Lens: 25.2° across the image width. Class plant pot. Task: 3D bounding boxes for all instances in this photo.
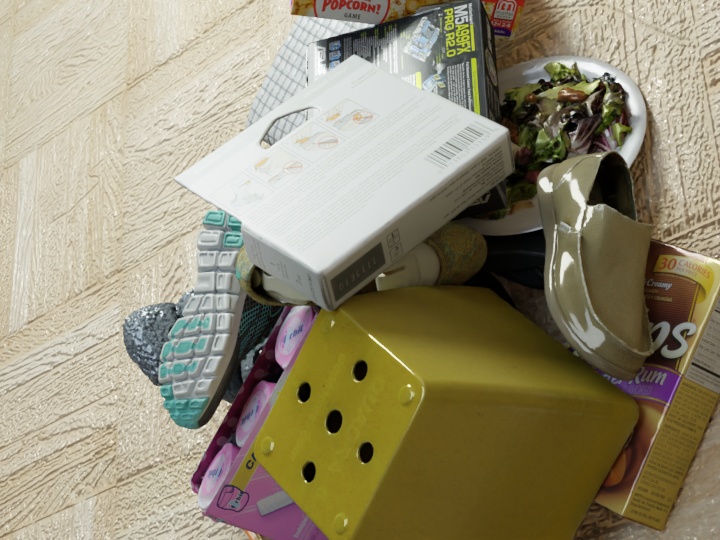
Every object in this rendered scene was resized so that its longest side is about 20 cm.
[{"bbox_3d":[0.044,0.123,1.190,0.200,0.176,0.200,40,108,47],"label":"plant pot"}]

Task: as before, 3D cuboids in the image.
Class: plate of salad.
[{"bbox_3d":[0.137,-0.113,1.339,0.200,0.048,0.200,-16,45,17],"label":"plate of salad"}]

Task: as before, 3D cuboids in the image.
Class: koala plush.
[{"bbox_3d":[-0.073,0.083,1.454,0.200,0.184,0.177,39,85,30],"label":"koala plush"}]

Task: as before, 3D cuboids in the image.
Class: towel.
[{"bbox_3d":[-0.008,-0.190,1.552,0.166,0.086,0.200,34,99,51],"label":"towel"}]

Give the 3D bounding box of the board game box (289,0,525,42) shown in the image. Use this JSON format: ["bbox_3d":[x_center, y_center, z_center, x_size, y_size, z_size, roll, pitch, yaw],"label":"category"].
[{"bbox_3d":[0.034,-0.270,1.435,0.152,0.200,0.046,-100,19,-51],"label":"board game box"}]

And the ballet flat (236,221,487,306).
[{"bbox_3d":[0.000,0.000,1.268,0.200,0.071,0.071,-2,65,4],"label":"ballet flat"}]

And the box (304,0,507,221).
[{"bbox_3d":[0.035,-0.123,1.335,0.160,0.044,0.200,-13,52,16],"label":"box"}]

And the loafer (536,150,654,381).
[{"bbox_3d":[0.177,-0.012,1.187,0.067,0.076,0.200,-41,44,36],"label":"loafer"}]

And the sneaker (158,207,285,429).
[{"bbox_3d":[-0.101,0.042,1.346,0.078,0.091,0.200,3,70,44],"label":"sneaker"}]

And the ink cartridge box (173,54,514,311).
[{"bbox_3d":[-0.013,-0.072,1.231,0.200,0.044,0.174,-37,47,-25],"label":"ink cartridge box"}]

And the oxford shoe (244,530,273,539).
[{"bbox_3d":[-0.066,0.225,1.440,0.073,0.071,0.200,-31,52,8],"label":"oxford shoe"}]

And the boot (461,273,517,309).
[{"bbox_3d":[0.055,0.110,1.362,0.200,0.064,0.186,-42,43,32],"label":"boot"}]

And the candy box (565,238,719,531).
[{"bbox_3d":[0.209,0.079,1.210,0.117,0.056,0.200,22,87,50],"label":"candy box"}]

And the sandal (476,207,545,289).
[{"bbox_3d":[0.136,-0.016,1.319,0.200,0.048,0.075,-2,40,23],"label":"sandal"}]

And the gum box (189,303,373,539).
[{"bbox_3d":[-0.046,0.132,1.333,0.200,0.113,0.066,-61,25,7],"label":"gum box"}]
